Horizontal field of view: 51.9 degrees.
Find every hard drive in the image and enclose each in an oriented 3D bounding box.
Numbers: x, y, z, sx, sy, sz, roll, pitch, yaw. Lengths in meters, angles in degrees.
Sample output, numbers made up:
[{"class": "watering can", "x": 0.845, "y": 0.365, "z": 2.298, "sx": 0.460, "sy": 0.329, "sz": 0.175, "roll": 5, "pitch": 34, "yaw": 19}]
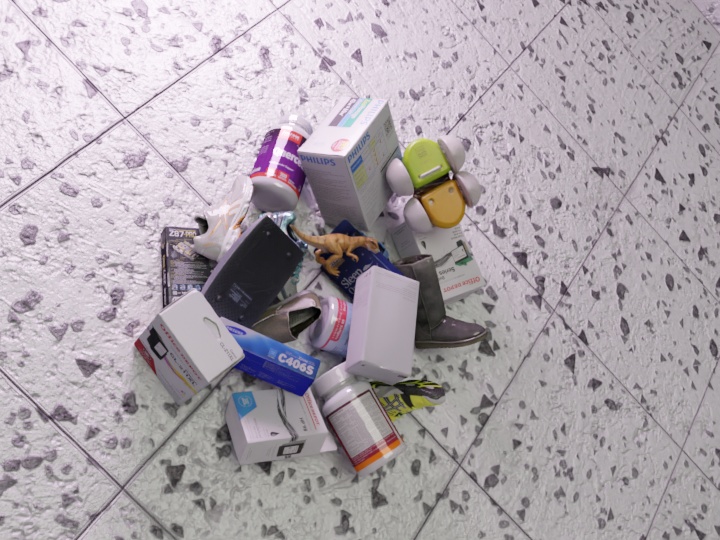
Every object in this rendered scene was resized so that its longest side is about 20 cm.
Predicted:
[{"class": "hard drive", "x": -0.207, "y": 0.007, "z": 1.388, "sx": 0.201, "sy": 0.042, "sz": 0.135, "roll": -54, "pitch": 129, "yaw": -13}]

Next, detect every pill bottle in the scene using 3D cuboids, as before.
[{"class": "pill bottle", "x": -0.163, "y": -0.226, "z": 1.556, "sx": 0.112, "sy": 0.112, "sz": 0.202, "roll": 25, "pitch": 61, "yaw": -18}, {"class": "pill bottle", "x": 0.003, "y": 0.133, "z": 1.511, "sx": 0.198, "sy": 0.109, "sz": 0.110, "roll": 21, "pitch": 62, "yaw": -21}, {"class": "pill bottle", "x": -0.006, "y": 0.283, "z": 1.425, "sx": 0.109, "sy": 0.110, "sz": 0.201, "roll": -24, "pitch": 76, "yaw": -33}]

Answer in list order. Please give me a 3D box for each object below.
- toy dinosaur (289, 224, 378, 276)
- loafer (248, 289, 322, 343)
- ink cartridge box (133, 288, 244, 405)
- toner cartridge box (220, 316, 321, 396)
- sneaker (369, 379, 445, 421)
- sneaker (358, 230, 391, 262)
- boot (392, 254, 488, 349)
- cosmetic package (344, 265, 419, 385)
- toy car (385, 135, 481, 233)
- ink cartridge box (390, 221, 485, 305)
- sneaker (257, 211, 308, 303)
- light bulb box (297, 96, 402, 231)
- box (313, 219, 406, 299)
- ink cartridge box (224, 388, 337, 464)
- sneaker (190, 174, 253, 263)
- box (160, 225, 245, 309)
[{"class": "toy dinosaur", "x": -0.064, "y": -0.051, "z": 1.479, "sx": 0.198, "sy": 0.107, "sz": 0.061, "roll": 4, "pitch": 33, "yaw": -23}, {"class": "loafer", "x": -0.157, "y": 0.106, "z": 1.425, "sx": 0.199, "sy": 0.070, "sz": 0.076, "roll": -34, "pitch": 118, "yaw": -15}, {"class": "ink cartridge box", "x": -0.302, "y": 0.136, "z": 1.285, "sx": 0.083, "sy": 0.200, "sz": 0.146, "roll": -36, "pitch": 90, "yaw": -34}, {"class": "toner cartridge box", "x": -0.178, "y": 0.159, "z": 1.349, "sx": 0.198, "sy": 0.095, "sz": 0.044, "roll": 25, "pitch": 55, "yaw": -7}, {"class": "sneaker", "x": 0.084, "y": 0.260, "z": 1.469, "sx": 0.075, "sy": 0.198, "sz": 0.078, "roll": -3, "pitch": 88, "yaw": -51}, {"class": "sneaker", "x": 0.032, "y": -0.010, "z": 1.599, "sx": 0.199, "sy": 0.082, "sz": 0.074, "roll": 40, "pitch": 55, "yaw": -11}, {"class": "boot", "x": 0.168, "y": 0.062, "z": 1.572, "sx": 0.073, "sy": 0.180, "sz": 0.203, "roll": -35, "pitch": 116, "yaw": -69}, {"class": "cosmetic package", "x": 0.043, "y": 0.107, "z": 1.431, "sx": 0.112, "sy": 0.081, "sz": 0.202, "roll": 21, "pitch": 62, "yaw": -21}, {"class": "toy car", "x": 0.151, "y": -0.188, "z": 1.605, "sx": 0.174, "sy": 0.150, "sz": 0.202, "roll": -28, "pitch": 101, "yaw": -4}, {"class": "ink cartridge box", "x": 0.178, "y": -0.026, "z": 1.684, "sx": 0.145, "sy": 0.084, "sz": 0.202, "roll": -18, "pitch": 80, "yaw": -33}, {"class": "sneaker", "x": -0.144, "y": -0.023, "z": 1.477, "sx": 0.085, "sy": 0.078, "sz": 0.203, "roll": -14, "pitch": 92, "yaw": 7}, {"class": "light bulb box", "x": -0.012, "y": -0.229, "z": 1.575, "sx": 0.199, "sy": 0.124, "sz": 0.201, "roll": -56, "pitch": 143, "yaw": -33}, {"class": "box", "x": 0.000, "y": 0.000, "z": 1.555, "sx": 0.200, "sy": 0.121, "sz": 0.032, "roll": 44, "pitch": 33, "yaw": -6}, {"class": "ink cartridge box", "x": -0.139, "y": 0.282, "z": 1.374, "sx": 0.198, "sy": 0.067, "sz": 0.116, "roll": -1, "pitch": 42, "yaw": -29}, {"class": "sneaker", "x": -0.268, "y": -0.111, "z": 1.428, "sx": 0.091, "sy": 0.076, "sz": 0.202, "roll": 21, "pitch": 57, "yaw": -15}, {"class": "box", "x": -0.284, "y": 0.001, "z": 1.439, "sx": 0.198, "sy": 0.049, "sz": 0.163, "roll": 2, "pitch": 71, "yaw": -29}]
